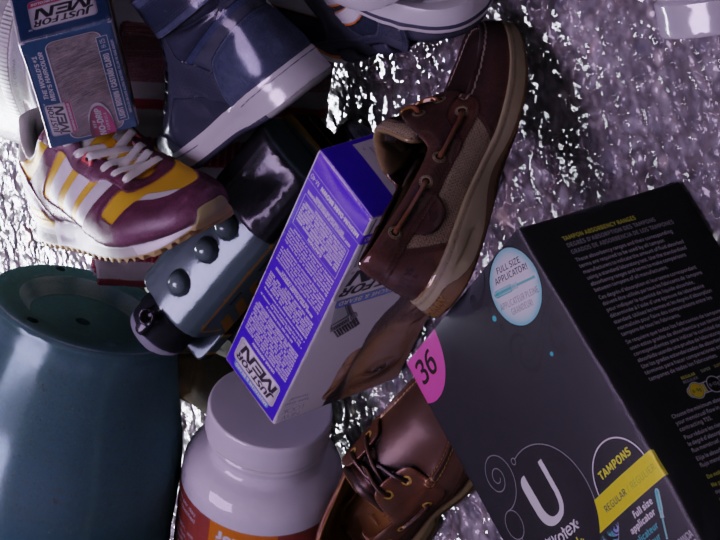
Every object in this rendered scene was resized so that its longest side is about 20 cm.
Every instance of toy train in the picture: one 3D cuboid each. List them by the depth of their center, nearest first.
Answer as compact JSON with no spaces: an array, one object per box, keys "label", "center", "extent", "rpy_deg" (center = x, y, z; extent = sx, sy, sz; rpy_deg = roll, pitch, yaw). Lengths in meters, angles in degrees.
[{"label":"toy train","center":[-0.069,-0.020,1.589],"extent":[0.200,0.114,0.085],"rpy_deg":[-47,69,25]}]

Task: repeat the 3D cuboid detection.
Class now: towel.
[{"label":"towel","center":[-0.100,-0.073,1.635],"extent":[0.023,0.143,0.201],"rpy_deg":[-104,21,-53]}]

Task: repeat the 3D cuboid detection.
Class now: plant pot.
[{"label":"plant pot","center":[-0.206,0.106,1.682],"extent":[0.200,0.199,0.189],"rpy_deg":[36,117,41]}]

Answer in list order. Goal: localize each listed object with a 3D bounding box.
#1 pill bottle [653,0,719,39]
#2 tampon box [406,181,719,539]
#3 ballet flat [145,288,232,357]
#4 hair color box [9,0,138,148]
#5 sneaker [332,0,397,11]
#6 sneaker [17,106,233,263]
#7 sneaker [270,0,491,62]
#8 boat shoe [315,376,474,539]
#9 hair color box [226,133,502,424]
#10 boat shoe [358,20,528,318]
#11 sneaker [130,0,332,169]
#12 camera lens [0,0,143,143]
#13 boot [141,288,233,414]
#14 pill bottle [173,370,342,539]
[{"label":"pill bottle","center":[0.170,-0.221,1.224],"extent":[0.104,0.104,0.202],"rpy_deg":[4,107,53]},{"label":"tampon box","center":[0.146,0.082,1.358],"extent":[0.201,0.126,0.150],"rpy_deg":[60,142,19]},{"label":"ballet flat","center":[-0.104,0.026,1.737],"extent":[0.200,0.063,0.069],"rpy_deg":[38,132,40]},{"label":"hair color box","center":[-0.190,-0.186,1.537],"extent":[0.100,0.060,0.201],"rpy_deg":[80,175,-53]},{"label":"sneaker","center":[-0.025,-0.226,1.421],"extent":[0.080,0.078,0.200],"rpy_deg":[55,-179,-42]},{"label":"sneaker","center":[-0.157,-0.061,1.539],"extent":[0.199,0.075,0.091],"rpy_deg":[3,116,51]},{"label":"sneaker","center":[0.012,-0.166,1.475],"extent":[0.200,0.078,0.080],"rpy_deg":[30,148,46]},{"label":"boat shoe","center":[0.026,0.130,1.593],"extent":[0.072,0.067,0.201],"rpy_deg":[55,141,25]},{"label":"hair color box","center":[0.000,0.000,1.542],"extent":[0.065,0.109,0.200],"rpy_deg":[53,141,23]},{"label":"boat shoe","center":[0.042,-0.070,1.402],"extent":[0.072,0.072,0.201],"rpy_deg":[131,159,-57]},{"label":"sneaker","center":[-0.106,-0.145,1.510],"extent":[0.146,0.077,0.202],"rpy_deg":[51,152,-5]},{"label":"camera lens","center":[-0.203,-0.160,1.713],"extent":[0.199,0.159,0.161],"rpy_deg":[20,119,49]},{"label":"boot","center":[-0.138,0.076,1.773],"extent":[0.200,0.096,0.075],"rpy_deg":[44,133,35]},{"label":"pill bottle","center":[-0.071,0.167,1.693],"extent":[0.112,0.112,0.201],"rpy_deg":[43,140,36]}]
